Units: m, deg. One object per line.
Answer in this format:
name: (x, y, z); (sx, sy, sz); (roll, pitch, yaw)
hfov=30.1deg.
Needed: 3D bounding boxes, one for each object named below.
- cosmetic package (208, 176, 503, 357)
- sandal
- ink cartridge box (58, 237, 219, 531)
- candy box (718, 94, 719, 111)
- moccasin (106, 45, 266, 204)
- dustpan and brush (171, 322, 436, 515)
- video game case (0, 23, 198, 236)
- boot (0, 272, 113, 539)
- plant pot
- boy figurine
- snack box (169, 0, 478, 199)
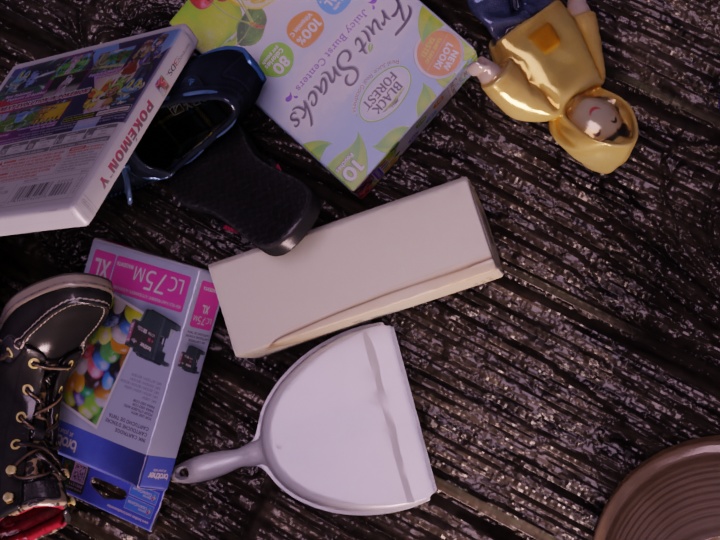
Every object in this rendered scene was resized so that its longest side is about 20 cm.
cosmetic package: (0.000, 0.000, 0.989); (0.198, 0.104, 0.074); (-20, 84, 9)
sandal: (-0.084, -0.056, 0.996); (0.075, 0.045, 0.200); (-52, 40, 1)
ink cartridge box: (-0.181, 0.085, 1.025); (0.118, 0.042, 0.202); (15, 90, 35)
candy box: (0.370, -0.078, 0.936); (0.198, 0.077, 0.171); (-12, 74, 6)
moccasin: (-0.161, -0.105, 1.007); (0.199, 0.068, 0.080); (-32, 114, 32)
dustpan and brush: (-0.053, 0.131, 1.019); (0.198, 0.057, 0.141); (-15, 83, 1)
video game case: (-0.230, -0.098, 0.987); (0.198, 0.023, 0.183); (-5, 47, 38)
boot: (-0.237, 0.106, 0.984); (0.199, 0.073, 0.152); (-36, 56, 33)
plant pot: (0.253, 0.220, 0.920); (0.199, 0.093, 0.203); (1, 94, 16)
boy figurine: (0.133, -0.159, 0.986); (0.124, 0.064, 0.201); (-29, 90, -28)
snack box: (-0.027, -0.175, 1.033); (0.200, 0.053, 0.142); (43, 94, 9)
